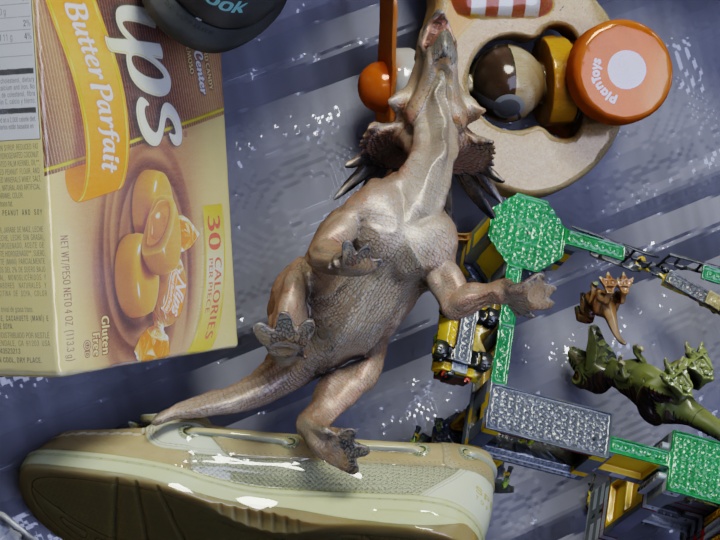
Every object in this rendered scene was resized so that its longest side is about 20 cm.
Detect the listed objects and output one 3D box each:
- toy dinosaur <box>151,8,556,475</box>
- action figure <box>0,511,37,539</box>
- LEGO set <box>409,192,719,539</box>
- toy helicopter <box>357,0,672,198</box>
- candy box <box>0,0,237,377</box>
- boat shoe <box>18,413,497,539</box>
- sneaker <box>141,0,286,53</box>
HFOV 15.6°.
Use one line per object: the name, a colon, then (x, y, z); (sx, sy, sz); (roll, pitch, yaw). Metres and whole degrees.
toy dinosaur: (0.000, 0.000, 1.112); (0.086, 0.136, 0.200); (40, 104, -22)
action figure: (-0.207, 0.072, 1.071); (0.130, 0.069, 0.200); (-42, 104, -12)
LEGO set: (0.110, 0.059, 1.206); (0.200, 0.116, 0.154); (8, 66, -16)
toy helicopter: (0.039, -0.122, 1.184); (0.132, 0.079, 0.200); (-31, 93, -11)
candy box: (-0.111, -0.061, 1.091); (0.115, 0.055, 0.200); (-8, 95, -54)
boat shoe: (-0.044, 0.093, 1.121); (0.201, 0.073, 0.063); (5, 48, 11)
sneaker: (-0.018, -0.172, 1.094); (0.075, 0.079, 0.200); (34, 53, -9)
